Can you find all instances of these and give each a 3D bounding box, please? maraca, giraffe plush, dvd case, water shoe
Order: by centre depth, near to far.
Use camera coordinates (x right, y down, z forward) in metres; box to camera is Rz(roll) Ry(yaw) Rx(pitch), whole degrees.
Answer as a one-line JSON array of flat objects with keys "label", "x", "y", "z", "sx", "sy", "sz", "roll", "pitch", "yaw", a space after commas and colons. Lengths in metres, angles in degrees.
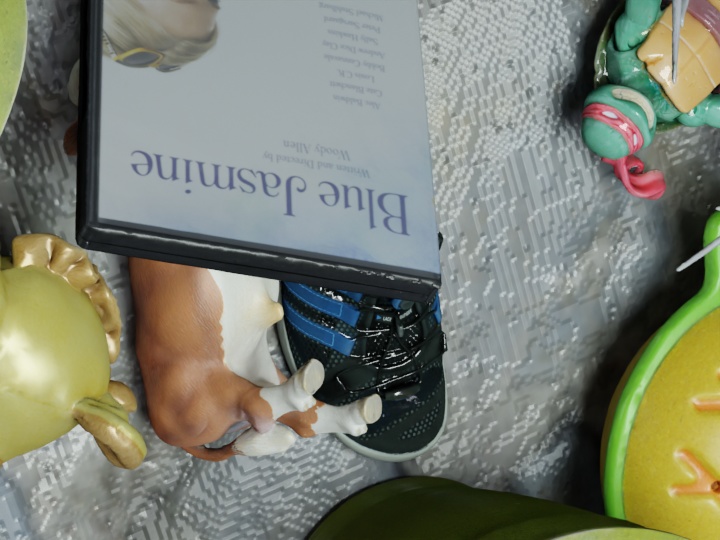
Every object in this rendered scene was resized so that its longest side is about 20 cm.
[{"label": "giraffe plush", "x": -0.170, "y": 0.019, "z": 0.867, "sx": 0.199, "sy": 0.173, "sz": 0.162, "roll": -23, "pitch": 140, "yaw": 20}, {"label": "dvd case", "x": -0.042, "y": -0.083, "z": 0.891, "sx": 0.142, "sy": 0.018, "sz": 0.201, "roll": 9, "pitch": 54, "yaw": -18}, {"label": "water shoe", "x": 0.000, "y": 0.000, "z": 0.972, "sx": 0.071, "sy": 0.079, "sz": 0.201, "roll": -22, "pitch": 109, "yaw": -16}, {"label": "maraca", "x": 0.181, "y": 0.060, "z": 1.045, "sx": 0.137, "sy": 0.107, "sz": 0.201, "roll": 21, "pitch": 90, "yaw": -33}]

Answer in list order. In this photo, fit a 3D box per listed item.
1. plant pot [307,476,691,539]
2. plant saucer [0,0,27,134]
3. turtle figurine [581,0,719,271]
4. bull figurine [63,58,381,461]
[{"label": "plant pot", "x": 0.054, "y": 0.178, "z": 0.972, "sx": 0.199, "sy": 0.193, "sz": 0.201, "roll": -5, "pitch": 104, "yaw": -22}, {"label": "plant saucer", "x": -0.213, "y": -0.065, "z": 0.808, "sx": 0.200, "sy": 0.200, "sz": 0.031, "roll": -49, "pitch": 141, "yaw": -6}, {"label": "turtle figurine", "x": 0.157, "y": -0.107, "z": 1.002, "sx": 0.200, "sy": 0.101, "sz": 0.150, "roll": -52, "pitch": 124, "yaw": -19}, {"label": "bull figurine", "x": -0.060, "y": -0.010, "z": 0.937, "sx": 0.065, "sy": 0.121, "sz": 0.201, "roll": -34, "pitch": 125, "yaw": -46}]
